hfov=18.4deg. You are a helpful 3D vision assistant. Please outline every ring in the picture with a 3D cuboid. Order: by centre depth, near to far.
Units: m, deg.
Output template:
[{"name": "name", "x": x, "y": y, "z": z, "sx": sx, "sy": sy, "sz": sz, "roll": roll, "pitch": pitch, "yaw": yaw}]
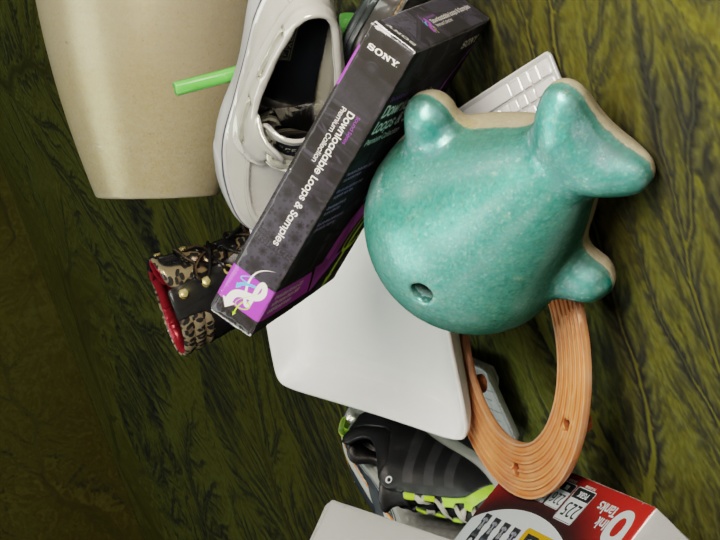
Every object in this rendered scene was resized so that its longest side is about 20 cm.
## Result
[{"name": "ring", "x": 0.100, "y": 0.043, "z": 1.401, "sx": 0.200, "sy": 0.019, "sz": 0.202, "roll": 173, "pitch": 90, "yaw": -69}]

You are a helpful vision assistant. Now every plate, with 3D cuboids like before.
[{"name": "plate", "x": 0.000, "y": 0.000, "z": 1.490, "sx": 0.199, "sy": 0.032, "sz": 0.201, "roll": 13, "pitch": 119, "yaw": 47}]

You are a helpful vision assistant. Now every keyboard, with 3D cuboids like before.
[{"name": "keyboard", "x": 0.066, "y": -0.069, "z": 1.336, "sx": 0.200, "sy": 0.011, "sz": 0.057, "roll": -30, "pitch": 84, "yaw": 53}, {"name": "keyboard", "x": 0.066, "y": 0.082, "z": 1.641, "sx": 0.200, "sy": 0.011, "sz": 0.057, "roll": 20, "pitch": 131, "yaw": 70}]

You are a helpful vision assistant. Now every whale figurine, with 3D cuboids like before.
[{"name": "whale figurine", "x": 0.077, "y": -0.032, "z": 1.247, "sx": 0.159, "sy": 0.104, "sz": 0.200, "roll": 46, "pitch": 147, "yaw": -9}]

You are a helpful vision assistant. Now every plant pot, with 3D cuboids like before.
[{"name": "plant pot", "x": -0.151, "y": -0.155, "z": 1.637, "sx": 0.187, "sy": 0.186, "sz": 0.202, "roll": -170, "pitch": 77, "yaw": -72}]

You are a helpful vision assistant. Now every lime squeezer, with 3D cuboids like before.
[{"name": "lime squeezer", "x": -0.035, "y": -0.148, "z": 1.455, "sx": 0.070, "sy": 0.200, "sz": 0.038, "roll": 15, "pitch": 116, "yaw": 32}]

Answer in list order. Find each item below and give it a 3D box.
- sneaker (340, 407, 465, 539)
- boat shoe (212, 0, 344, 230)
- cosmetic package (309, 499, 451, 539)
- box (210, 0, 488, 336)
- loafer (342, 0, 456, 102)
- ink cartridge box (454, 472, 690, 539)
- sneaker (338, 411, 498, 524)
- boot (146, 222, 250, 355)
[{"name": "sneaker", "x": 0.050, "y": 0.185, "z": 1.746, "sx": 0.201, "sy": 0.078, "sz": 0.079, "roll": 63, "pitch": 173, "yaw": 2}, {"name": "boat shoe", "x": -0.045, "y": -0.095, "z": 1.396, "sx": 0.066, "sy": 0.071, "sz": 0.201, "roll": -112, "pitch": 29, "yaw": -47}, {"name": "cosmetic package", "x": 0.048, "y": 0.301, "z": 1.655, "sx": 0.198, "sy": 0.123, "sz": 0.201, "roll": 17, "pitch": 145, "yaw": 16}, {"name": "box", "x": -0.005, "y": -0.065, "z": 1.306, "sx": 0.036, "sy": 0.143, "sz": 0.201, "roll": 34, "pitch": 113, "yaw": 9}, {"name": "loafer", "x": 0.033, "y": -0.125, "z": 1.413, "sx": 0.072, "sy": 0.073, "sz": 0.200, "roll": 38, "pitch": 160, "yaw": 17}, {"name": "ink cartridge box", "x": 0.113, "y": 0.219, "z": 1.368, "sx": 0.084, "sy": 0.176, "sz": 0.200, "roll": 42, "pitch": 171, "yaw": -17}, {"name": "sneaker", "x": 0.056, "y": 0.162, "z": 1.638, "sx": 0.200, "sy": 0.083, "sz": 0.072, "roll": 40, "pitch": 163, "yaw": 43}, {"name": "boot", "x": -0.097, "y": -0.025, "z": 1.807, "sx": 0.073, "sy": 0.150, "sz": 0.201, "roll": 53, "pitch": 159, "yaw": 41}]
